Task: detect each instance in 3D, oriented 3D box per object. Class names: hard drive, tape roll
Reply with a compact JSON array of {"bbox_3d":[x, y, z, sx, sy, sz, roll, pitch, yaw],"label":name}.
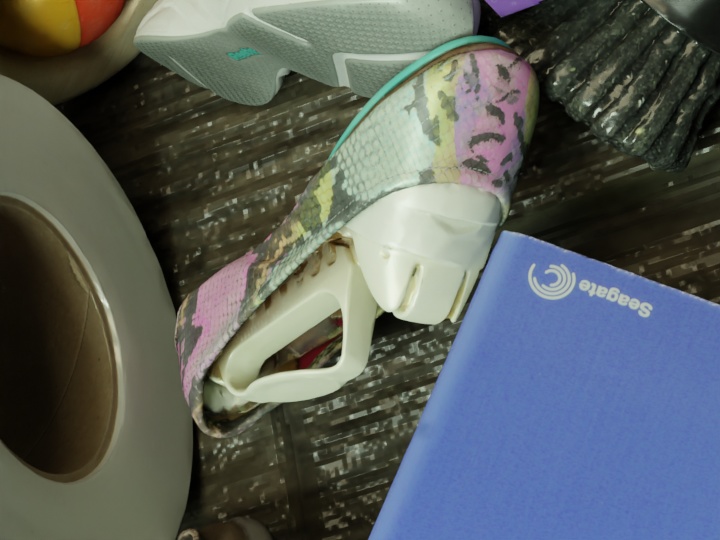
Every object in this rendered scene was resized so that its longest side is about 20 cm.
[{"bbox_3d":[0.071,0.095,0.850,0.131,0.025,0.201,20,66,11],"label":"hard drive"},{"bbox_3d":[-0.172,0.042,0.960,0.139,0.202,0.204,-18,69,25],"label":"tape roll"}]

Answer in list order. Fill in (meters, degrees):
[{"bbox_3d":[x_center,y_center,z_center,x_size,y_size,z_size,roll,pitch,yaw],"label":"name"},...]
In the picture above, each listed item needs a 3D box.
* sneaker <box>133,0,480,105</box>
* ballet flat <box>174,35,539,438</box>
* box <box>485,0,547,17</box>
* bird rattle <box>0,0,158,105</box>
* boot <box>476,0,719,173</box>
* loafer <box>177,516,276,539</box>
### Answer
[{"bbox_3d":[-0.018,-0.109,0.957,0.200,0.070,0.081,8,70,59],"label":"sneaker"},{"bbox_3d":[0.000,0.000,0.924,0.200,0.069,0.071,-41,44,39],"label":"ballet flat"},{"bbox_3d":[0.094,-0.197,0.896,0.136,0.039,0.201,-18,56,26],"label":"box"},{"bbox_3d":[-0.123,-0.140,1.011,0.200,0.164,0.113,-34,52,-27],"label":"bird rattle"},{"bbox_3d":[0.143,-0.099,0.888,0.211,0.079,0.158,33,87,42],"label":"boot"},{"bbox_3d":[-0.066,0.146,0.890,0.071,0.200,0.073,5,114,-1],"label":"loafer"}]
